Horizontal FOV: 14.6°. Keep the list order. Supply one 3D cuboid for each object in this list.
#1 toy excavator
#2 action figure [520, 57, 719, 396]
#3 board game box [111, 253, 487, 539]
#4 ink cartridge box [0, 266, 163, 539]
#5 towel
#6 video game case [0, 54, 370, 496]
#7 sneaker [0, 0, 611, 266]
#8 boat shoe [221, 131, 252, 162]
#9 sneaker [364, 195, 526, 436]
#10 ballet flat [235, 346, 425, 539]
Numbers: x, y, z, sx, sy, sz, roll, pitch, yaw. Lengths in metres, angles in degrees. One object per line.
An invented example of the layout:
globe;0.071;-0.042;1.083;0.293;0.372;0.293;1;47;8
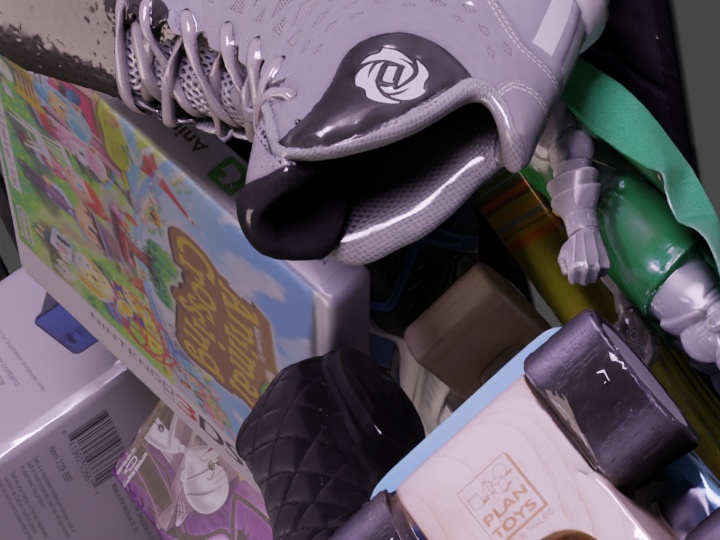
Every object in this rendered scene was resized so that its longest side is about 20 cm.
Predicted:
toy excavator;0.061;0.071;0.816;0.195;0.100;0.200;50;-173;20
action figure;0.086;-0.004;0.815;0.200;0.055;0.118;53;-178;32
board game box;-0.015;0.057;1.115;0.120;0.032;0.200;47;125;18
ink cartridge box;-0.098;0.053;1.280;0.088;0.199;0.146;49;167;36
towel;0.079;0.007;0.954;0.201;0.018;0.086;55;171;-1
video game case;-0.066;0.000;0.996;0.182;0.022;0.200;41;158;21
sneaker;-0.035;-0.054;0.794;0.199;0.116;0.075;0;137;23
boat shoe;-0.064;-0.059;1.038;0.071;0.070;0.202;2;128;41
sneaker;0.000;0.000;0.969;0.077;0.076;0.201;5;139;29
ballet flat;-0.003;0.095;0.833;0.066;0.057;0.200;35;-158;-22
